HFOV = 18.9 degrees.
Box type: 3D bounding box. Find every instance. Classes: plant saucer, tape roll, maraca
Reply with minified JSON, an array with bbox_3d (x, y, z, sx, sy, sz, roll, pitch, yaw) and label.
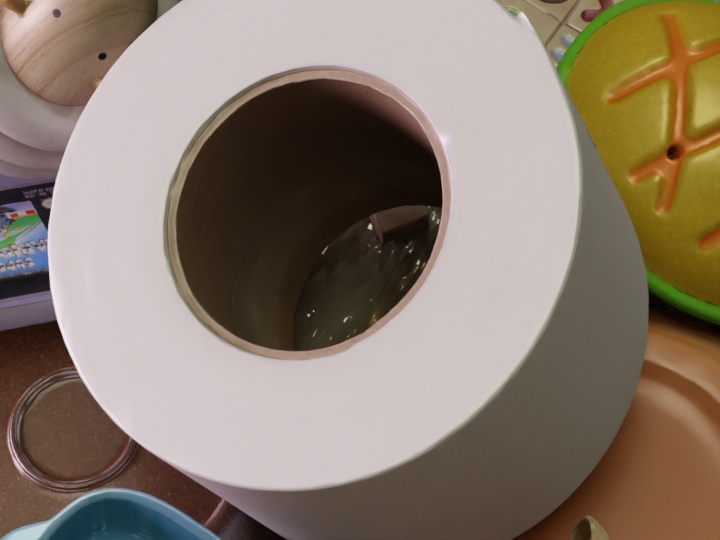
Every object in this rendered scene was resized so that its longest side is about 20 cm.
[{"bbox_3d":[0.099,0.098,0.877,0.198,0.038,0.202,-1,61,1],"label":"plant saucer"},{"bbox_3d":[-0.117,0.071,0.906,0.198,0.032,0.202,-1,61,1],"label":"plant saucer"},{"bbox_3d":[0.000,0.000,0.815,0.201,0.139,0.205,-6,69,15],"label":"tape roll"},{"bbox_3d":[0.167,-0.034,0.911,0.199,0.107,0.138,37,70,-1],"label":"maraca"}]

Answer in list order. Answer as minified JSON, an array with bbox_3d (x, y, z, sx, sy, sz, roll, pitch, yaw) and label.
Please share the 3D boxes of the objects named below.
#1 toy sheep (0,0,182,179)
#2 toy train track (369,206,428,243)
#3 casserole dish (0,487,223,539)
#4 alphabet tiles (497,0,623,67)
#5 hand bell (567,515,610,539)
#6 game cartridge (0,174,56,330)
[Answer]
[{"bbox_3d":[-0.130,-0.103,0.884,0.137,0.200,0.139,0,89,-22],"label":"toy sheep"},{"bbox_3d":[-0.021,-0.103,0.995,0.114,0.033,0.201,-22,62,-9],"label":"toy train track"},{"bbox_3d":[-0.064,0.172,0.825,0.199,0.039,0.122,35,73,7],"label":"casserole dish"},{"bbox_3d":[0.088,-0.187,1.041,0.166,0.008,0.201,31,65,12],"label":"alphabet tiles"},{"bbox_3d":[0.160,0.168,0.780,0.198,0.104,0.105,18,63,-1],"label":"hand bell"},{"bbox_3d":[-0.184,-0.021,0.906,0.198,0.039,0.130,-11,39,-26],"label":"game cartridge"}]
